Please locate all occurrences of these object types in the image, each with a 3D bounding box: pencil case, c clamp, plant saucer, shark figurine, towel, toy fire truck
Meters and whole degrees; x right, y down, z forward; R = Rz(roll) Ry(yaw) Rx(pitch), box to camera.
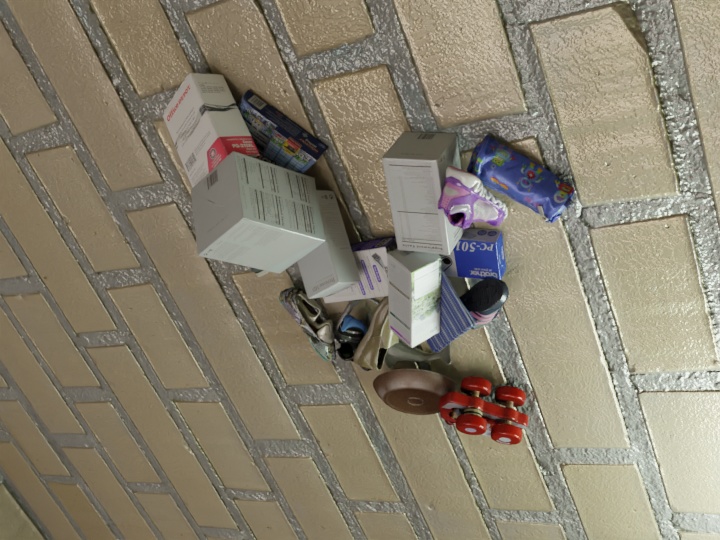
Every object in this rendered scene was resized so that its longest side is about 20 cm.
[{"bbox_3d":[0.284,-0.158,1.521,0.199,0.087,0.078,32,150,5],"label":"pencil case"},{"bbox_3d":[-0.057,0.091,1.943,0.171,0.027,0.200,37,133,-2],"label":"c clamp"},{"bbox_3d":[0.125,0.281,1.927,0.199,0.037,0.201,5,148,3],"label":"plant saucer"},{"bbox_3d":[0.099,0.186,1.889,0.214,0.090,0.129,19,135,14],"label":"shark figurine"},{"bbox_3d":[0.159,0.080,1.752,0.145,0.024,0.200,59,153,9],"label":"towel"},{"bbox_3d":[0.261,0.320,1.872,0.199,0.113,0.168,17,150,-11],"label":"toy fire truck"}]

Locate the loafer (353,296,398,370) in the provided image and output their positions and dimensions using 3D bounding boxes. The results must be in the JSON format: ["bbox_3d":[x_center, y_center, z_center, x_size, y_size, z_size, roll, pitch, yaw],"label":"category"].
[{"bbox_3d":[0.055,0.129,1.831,0.067,0.076,0.201,33,114,19],"label":"loafer"}]

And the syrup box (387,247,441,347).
[{"bbox_3d":[0.107,0.047,1.702,0.081,0.079,0.201,40,145,40],"label":"syrup box"}]

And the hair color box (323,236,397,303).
[{"bbox_3d":[0.000,0.000,1.806,0.199,0.065,0.110,-7,111,36],"label":"hair color box"}]

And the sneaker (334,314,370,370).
[{"bbox_3d":[-0.015,0.172,1.917,0.071,0.083,0.200,31,162,30],"label":"sneaker"}]

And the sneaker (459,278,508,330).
[{"bbox_3d":[0.255,0.069,1.710,0.082,0.071,0.200,11,158,-20],"label":"sneaker"}]

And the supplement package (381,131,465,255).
[{"bbox_3d":[0.124,-0.144,1.602,0.113,0.110,0.201,7,127,26],"label":"supplement package"}]

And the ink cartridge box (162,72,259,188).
[{"bbox_3d":[-0.301,-0.270,1.703,0.145,0.084,0.201,-41,67,43],"label":"ink cartridge box"}]

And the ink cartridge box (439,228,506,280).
[{"bbox_3d":[0.184,-0.037,1.697,0.199,0.044,0.094,6,128,25],"label":"ink cartridge box"}]

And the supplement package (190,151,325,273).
[{"bbox_3d":[-0.199,-0.107,1.658,0.199,0.151,0.152,14,145,-42],"label":"supplement package"}]

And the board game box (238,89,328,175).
[{"bbox_3d":[-0.196,-0.230,1.750,0.200,0.062,0.200,36,133,0],"label":"board game box"}]

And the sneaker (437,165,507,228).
[{"bbox_3d":[0.196,-0.113,1.546,0.080,0.089,0.200,25,178,36],"label":"sneaker"}]

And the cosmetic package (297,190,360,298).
[{"bbox_3d":[-0.081,-0.053,1.753,0.101,0.074,0.201,-27,74,40],"label":"cosmetic package"}]

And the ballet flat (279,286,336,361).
[{"bbox_3d":[-0.104,0.118,1.935,0.072,0.072,0.201,-29,103,41],"label":"ballet flat"}]

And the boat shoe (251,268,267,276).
[{"bbox_3d":[-0.188,-0.046,1.881,0.062,0.073,0.200,46,138,-15],"label":"boat shoe"}]
